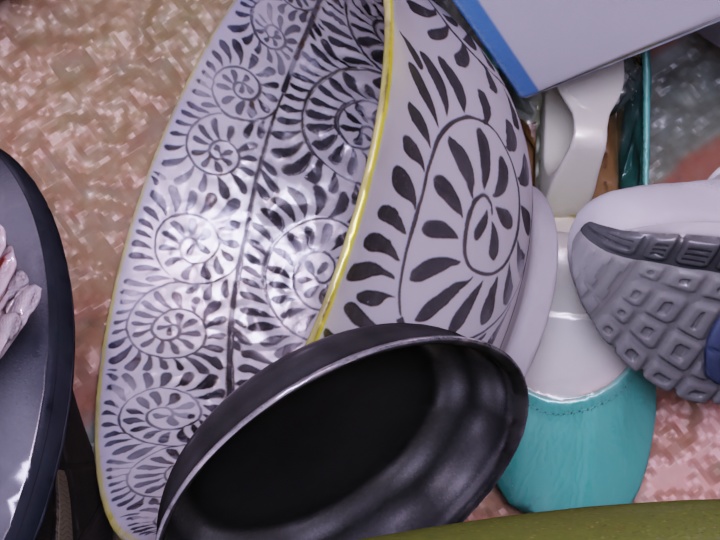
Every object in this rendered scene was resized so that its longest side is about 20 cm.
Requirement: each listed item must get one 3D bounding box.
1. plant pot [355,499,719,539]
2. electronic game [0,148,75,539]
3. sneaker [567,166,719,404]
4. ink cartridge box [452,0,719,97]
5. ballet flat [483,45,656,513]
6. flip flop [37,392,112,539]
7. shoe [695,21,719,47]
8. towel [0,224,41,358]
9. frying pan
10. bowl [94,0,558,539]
[{"bbox_3d":[0.072,0.139,0.731,0.199,0.187,0.188,13,70,-20],"label":"plant pot"},{"bbox_3d":[-0.154,0.052,0.802,0.042,0.199,0.201,24,65,-41],"label":"electronic game"},{"bbox_3d":[0.145,-0.009,0.861,0.199,0.075,0.087,3,52,-33],"label":"sneaker"},{"bbox_3d":[0.040,-0.179,0.816,0.083,0.145,0.201,-22,57,14],"label":"ink cartridge box"},{"bbox_3d":[0.065,-0.017,0.876,0.067,0.070,0.201,1,71,0],"label":"ballet flat"},{"bbox_3d":[-0.127,0.059,0.847,0.057,0.081,0.201,-19,72,23],"label":"flip flop"},{"bbox_3d":[0.117,-0.138,0.892,0.091,0.071,0.200,-48,57,-3],"label":"shoe"},{"bbox_3d":[-0.180,0.091,0.713,0.032,0.199,0.192,43,45,-28],"label":"towel"},{"bbox_3d":[-0.012,0.079,0.751,0.114,0.190,0.031,-18,54,-23],"label":"frying pan"},{"bbox_3d":[0.000,0.000,0.825,0.094,0.201,0.202,18,70,-22],"label":"bowl"}]
